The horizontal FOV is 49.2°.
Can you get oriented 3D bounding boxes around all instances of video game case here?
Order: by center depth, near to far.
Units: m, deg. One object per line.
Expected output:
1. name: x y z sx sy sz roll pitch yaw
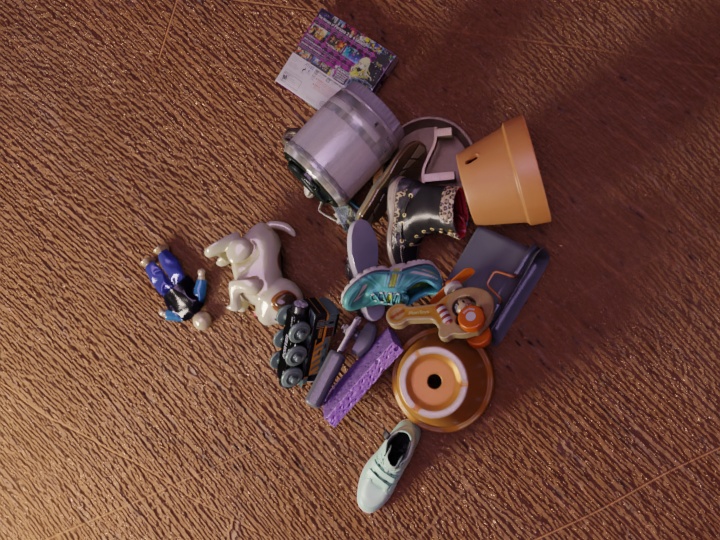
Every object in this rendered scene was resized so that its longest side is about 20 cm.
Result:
1. video game case: -0.050 -0.415 1.630 0.199 0.036 0.182 35 94 13

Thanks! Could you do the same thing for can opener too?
1. can opener: -0.040 0.180 1.531 0.066 0.053 0.201 30 83 14

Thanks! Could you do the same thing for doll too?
1. doll: -0.379 0.040 1.657 0.136 0.048 0.201 -39 78 8

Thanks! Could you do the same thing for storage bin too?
1. storage bin: 0.243 0.018 1.479 0.133 0.145 0.202 31 92 24

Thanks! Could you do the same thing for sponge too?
1. sponge: 0.002 0.203 1.523 0.030 0.112 0.200 40 95 -11

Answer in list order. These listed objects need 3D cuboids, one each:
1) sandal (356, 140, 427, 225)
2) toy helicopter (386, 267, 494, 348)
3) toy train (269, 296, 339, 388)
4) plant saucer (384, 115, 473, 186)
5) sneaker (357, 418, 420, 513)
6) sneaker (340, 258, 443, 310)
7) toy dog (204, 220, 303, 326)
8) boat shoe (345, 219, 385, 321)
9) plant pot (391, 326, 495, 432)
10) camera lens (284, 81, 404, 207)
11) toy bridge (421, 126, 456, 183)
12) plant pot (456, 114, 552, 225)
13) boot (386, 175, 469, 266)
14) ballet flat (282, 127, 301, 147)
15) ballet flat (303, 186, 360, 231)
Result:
1. sandal: 0.052 -0.178 1.545 0.201 0.080 0.054 -52 55 8
2. toy helicopter: 0.142 0.067 1.411 0.197 0.079 0.134 -5 57 19
3. toy train: -0.107 0.142 1.528 0.085 0.113 0.202 46 134 46
4. plant saucer: 0.136 -0.207 1.573 0.197 0.029 0.203 -1 85 13
5. sneaker: 0.042 0.377 1.494 0.073 0.118 0.202 29 93 12
6. sneaker: 0.059 0.035 1.473 0.197 0.078 0.080 -16 45 -5
7. toy dog: -0.191 0.019 1.586 0.192 0.140 0.201 -29 80 -11
8. boat shoe: 0.000 0.000 1.550 0.066 0.069 0.203 3 111 51
9. plant pot: 0.146 0.204 1.452 0.197 0.183 0.203 -1 85 12
10. camera lens: -0.034 -0.234 1.487 0.160 0.160 0.200 43 86 13
11. toy bridge: 0.153 -0.182 1.538 0.066 0.027 0.203 -4 85 13
12. plant pot: 0.261 -0.169 1.454 0.138 0.200 0.203 -16 81 12
13. boot: 0.128 -0.077 1.497 0.149 0.073 0.203 8 108 34
14. ballet flat: -0.059 -0.260 1.581 0.197 0.046 0.068 0 115 -10
15. ballet flat: -0.075 -0.158 1.597 0.074 0.074 0.200 -45 76 5
